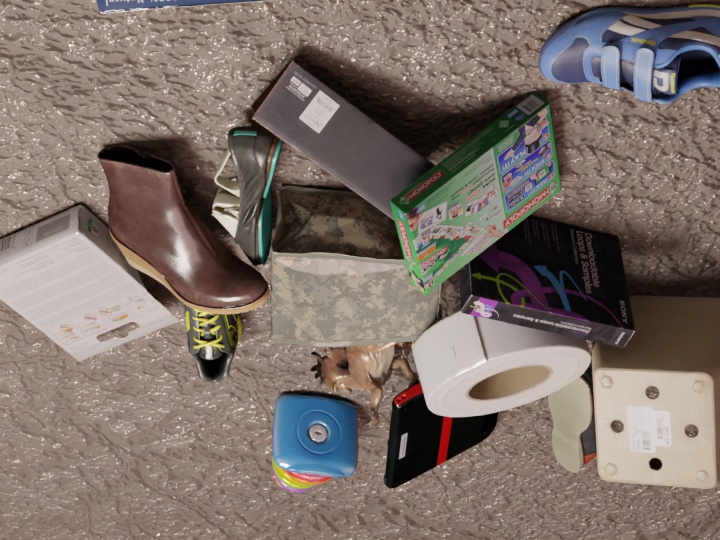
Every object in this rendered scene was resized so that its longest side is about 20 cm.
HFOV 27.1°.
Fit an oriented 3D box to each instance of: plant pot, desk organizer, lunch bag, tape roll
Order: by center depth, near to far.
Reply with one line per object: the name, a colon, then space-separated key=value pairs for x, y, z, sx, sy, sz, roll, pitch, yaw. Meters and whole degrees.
desk organizer: x=-0.015 y=-0.134 z=1.549 sx=0.199 sy=0.077 sz=0.072 roll=35 pitch=96 yaw=-15
lunch bag: x=0.000 y=0.000 z=1.681 sx=0.198 sy=0.118 sz=0.165 roll=5 pitch=139 yaw=1
plant pot: x=0.358 y=0.151 z=1.719 sx=0.198 sy=0.177 sz=0.202 roll=1 pitch=106 yaw=23
tape roll: x=0.163 y=0.100 z=1.731 sx=0.201 sy=0.071 sz=0.203 roll=-12 pitch=157 yaw=-5

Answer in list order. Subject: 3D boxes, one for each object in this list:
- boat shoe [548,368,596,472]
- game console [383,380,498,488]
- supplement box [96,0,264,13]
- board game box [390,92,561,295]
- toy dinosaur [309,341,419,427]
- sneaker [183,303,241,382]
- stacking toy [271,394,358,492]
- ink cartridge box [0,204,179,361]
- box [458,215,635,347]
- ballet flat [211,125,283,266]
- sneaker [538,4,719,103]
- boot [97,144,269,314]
boat shoe: x=0.289 y=0.185 z=1.949 sx=0.062 sy=0.071 sz=0.201 roll=-36 pitch=144 yaw=-24
game console: x=0.107 y=0.183 z=1.902 sx=0.176 sy=0.031 sz=0.201 roll=-24 pitch=145 yaw=-21
supplement box: x=-0.140 y=-0.342 z=1.256 sx=0.198 sy=0.135 sz=0.201 roll=-4 pitch=140 yaw=4
board game box: x=0.125 y=-0.079 z=1.565 sx=0.199 sy=0.029 sz=0.135 roll=-37 pitch=143 yaw=-17
toy dinosaur: x=0.006 y=0.094 z=1.830 sx=0.086 sy=0.135 sz=0.201 roll=-19 pitch=138 yaw=-51
sneaker: x=-0.173 y=0.056 z=1.771 sx=0.074 sy=0.085 sz=0.201 roll=-4 pitch=140 yaw=4
stacking toy: x=-0.082 y=0.255 z=2.014 sx=0.115 sy=0.111 sz=0.200 roll=9 pitch=151 yaw=-14
ink cartridge box: x=-0.331 y=0.018 z=1.761 sx=0.160 sy=0.050 sz=0.200 roll=-21 pitch=140 yaw=23
box: x=0.204 y=0.003 z=1.664 sx=0.198 sy=0.144 sz=0.036 roll=13 pitch=137 yaw=-16
ballet flat: x=-0.124 y=-0.086 z=1.621 sx=0.068 sy=0.068 sz=0.201 roll=13 pitch=138 yaw=2
sneaker: x=0.273 y=-0.208 z=1.460 sx=0.198 sy=0.083 sz=0.074 roll=-6 pitch=141 yaw=10
boot: x=-0.194 y=-0.043 z=1.621 sx=0.199 sy=0.073 sz=0.167 roll=19 pitch=141 yaw=21
